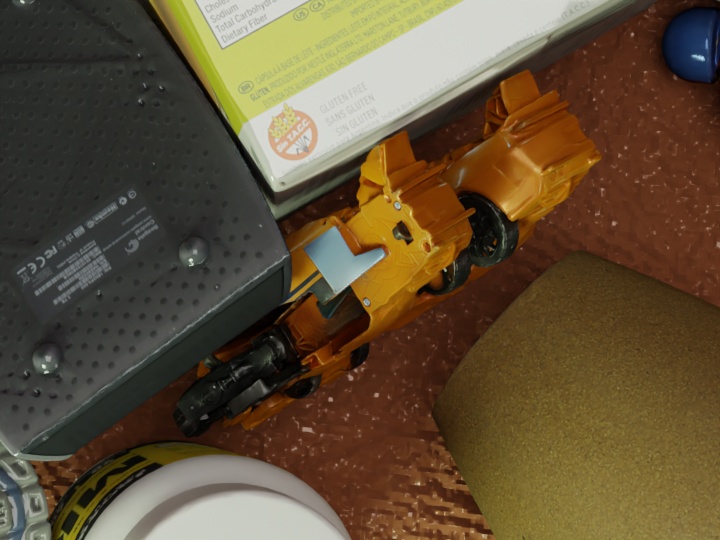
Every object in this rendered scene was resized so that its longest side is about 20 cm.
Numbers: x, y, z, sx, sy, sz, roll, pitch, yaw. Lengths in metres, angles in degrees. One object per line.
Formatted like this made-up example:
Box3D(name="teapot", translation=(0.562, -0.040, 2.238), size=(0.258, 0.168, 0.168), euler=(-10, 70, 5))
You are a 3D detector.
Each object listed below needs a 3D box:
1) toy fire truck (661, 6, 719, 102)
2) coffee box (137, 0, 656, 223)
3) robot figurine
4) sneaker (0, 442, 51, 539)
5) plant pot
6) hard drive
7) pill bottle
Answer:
Box3D(name="toy fire truck", translation=(0.214, -0.130, 1.098), size=(0.167, 0.112, 0.201), euler=(5, 87, 21))
Box3D(name="coffee box", translation=(0.000, -0.155, 1.020), size=(0.199, 0.200, 0.198), euler=(-30, 89, -6))
Box3D(name="robot figurine", translation=(0.000, 0.000, 1.012), size=(0.145, 0.200, 0.058), euler=(-28, 84, -41))
Box3D(name="sneaker", translation=(-0.167, 0.073, 1.045), size=(0.074, 0.087, 0.201), euler=(-4, 81, -11))
Box3D(name="plant pot", translation=(0.130, 0.093, 1.044), size=(0.200, 0.186, 0.186), euler=(42, 84, 13))
Box3D(name="hard drive", translation=(-0.115, -0.030, 0.974), size=(0.135, 0.042, 0.200), euler=(-36, 56, 0))
Box3D(name="pill bottle", translation=(-0.061, 0.125, 0.993), size=(0.114, 0.200, 0.115), euler=(0, 88, -13))
